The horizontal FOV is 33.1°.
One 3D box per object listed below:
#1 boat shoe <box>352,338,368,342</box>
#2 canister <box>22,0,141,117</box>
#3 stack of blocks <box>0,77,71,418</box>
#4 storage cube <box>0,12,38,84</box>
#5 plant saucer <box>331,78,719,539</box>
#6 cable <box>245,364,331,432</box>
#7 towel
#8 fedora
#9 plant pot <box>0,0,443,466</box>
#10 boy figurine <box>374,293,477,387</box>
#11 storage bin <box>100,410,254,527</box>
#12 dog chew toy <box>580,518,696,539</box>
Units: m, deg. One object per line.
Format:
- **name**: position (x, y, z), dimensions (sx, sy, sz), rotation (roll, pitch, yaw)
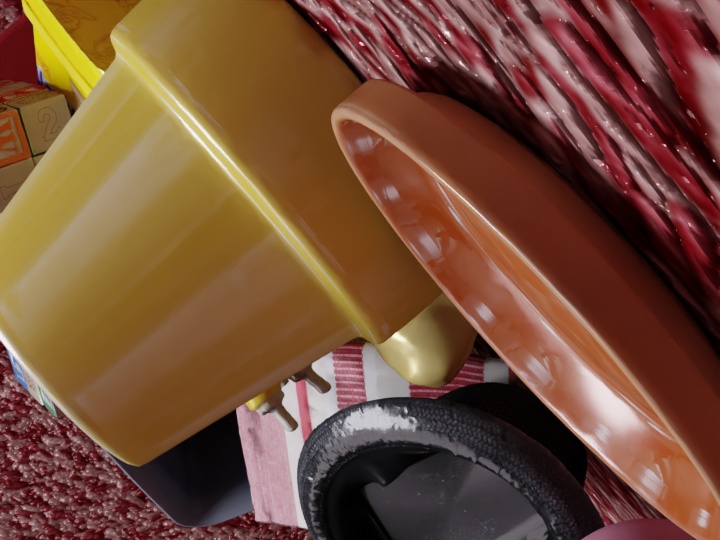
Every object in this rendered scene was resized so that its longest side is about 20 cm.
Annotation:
- **boat shoe**: position (-0.011, 0.031, 0.832), dimensions (0.198, 0.072, 0.076), rotation (10, -178, -31)
- **canister**: position (-0.148, -0.088, 0.767), dimensions (0.149, 0.086, 0.201), rotation (49, 148, 30)
- **stack of blocks**: position (-0.205, -0.013, 0.770), dimensions (0.115, 0.058, 0.202), rotation (23, 130, 55)
- **storage cube**: position (-0.232, -0.123, 0.973), dimensions (0.171, 0.180, 0.199), rotation (50, 157, -20)
- **plant saucer**: position (0.066, 0.012, 0.418), dimensions (0.201, 0.032, 0.200), rotation (48, 177, 4)
- **cable**: position (-0.097, 0.004, 0.693), dimensions (0.199, 0.098, 0.050), rotation (39, 138, -12)
- **towel**: position (0.012, 0.110, 0.779), dimensions (0.023, 0.198, 0.145), rotation (-47, -44, -56)
- **fedora**: position (0.062, 0.128, 0.691), dimensions (0.199, 0.092, 0.202), rotation (20, 131, 24)
- **plant pot**: position (-0.079, -0.017, 0.588), dimensions (0.201, 0.189, 0.201), rotation (48, 177, 4)
- **boy figurine**: position (0.000, 0.000, 0.730), dimensions (0.124, 0.065, 0.200), rotation (30, -174, -38)
- **storage bin**: position (-0.114, 0.080, 0.922), dimensions (0.201, 0.144, 0.135), rotation (64, -174, -54)
- **dog chew toy**: position (0.163, 0.196, 0.528), dimensions (0.200, 0.125, 0.125), rotation (31, 164, 50)
